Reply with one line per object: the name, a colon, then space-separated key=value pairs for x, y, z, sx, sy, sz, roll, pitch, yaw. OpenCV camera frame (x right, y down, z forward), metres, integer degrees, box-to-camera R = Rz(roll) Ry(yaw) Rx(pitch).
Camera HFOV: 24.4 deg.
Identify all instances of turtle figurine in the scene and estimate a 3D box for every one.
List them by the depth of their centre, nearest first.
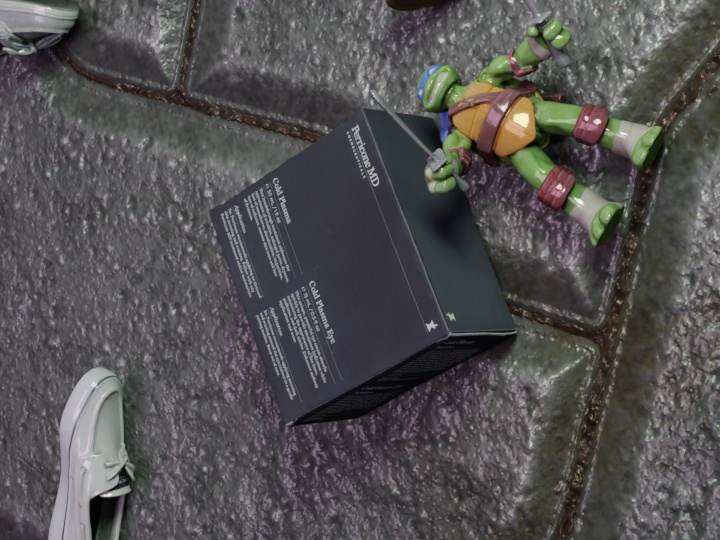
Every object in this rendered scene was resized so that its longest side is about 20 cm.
turtle figurine: x=0.116 y=-0.111 z=1.237 sx=0.194 sy=0.144 sz=0.200 roll=30 pitch=151 yaw=15

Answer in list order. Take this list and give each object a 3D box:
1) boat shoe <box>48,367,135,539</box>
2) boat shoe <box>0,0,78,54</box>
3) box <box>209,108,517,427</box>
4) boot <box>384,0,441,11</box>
boat shoe: x=-0.242 y=0.192 z=1.570 sx=0.065 sy=0.074 sz=0.201 roll=19 pitch=111 yaw=30
boat shoe: x=-0.349 y=-0.234 z=1.649 sx=0.202 sy=0.074 sz=0.065 roll=1 pitch=96 yaw=41
box: x=0.000 y=0.000 z=1.363 sx=0.182 sy=0.104 sz=0.200 roll=-30 pitch=72 yaw=34
boot: x=0.066 y=-0.322 z=1.337 sx=0.200 sy=0.073 sz=0.156 roll=-43 pitch=66 yaw=26
